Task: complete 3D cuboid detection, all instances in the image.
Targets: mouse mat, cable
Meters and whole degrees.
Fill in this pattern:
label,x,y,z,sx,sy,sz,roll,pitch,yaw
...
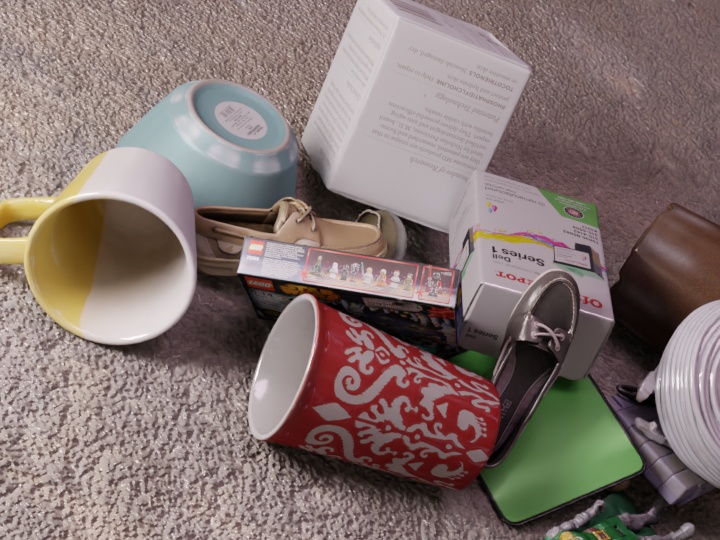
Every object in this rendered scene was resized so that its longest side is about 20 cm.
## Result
label,x,y,z,sx,sy,sz,roll,pitch,yaw
mouse mat,0.168,0.145,1.435,0.160,0.008,0.201,-19,56,-15
cable,0.391,0.124,1.469,0.200,0.069,0.201,39,67,-12

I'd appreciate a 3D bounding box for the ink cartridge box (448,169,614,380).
label,x,y,z,sx,sy,sz,roll,pitch,yaw
ink cartridge box,0.170,0.002,1.484,0.144,0.084,0.201,16,36,-10

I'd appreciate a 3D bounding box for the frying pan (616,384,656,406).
label,x,y,z,sx,sy,sz,roll,pitch,yaw
frying pan,0.339,0.135,1.551,0.190,0.031,0.115,35,23,-20

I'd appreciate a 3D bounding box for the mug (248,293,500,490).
label,x,y,z,sx,sy,sz,roll,pitch,yaw
mug,0.016,0.103,1.329,0.199,0.134,0.178,22,38,-20

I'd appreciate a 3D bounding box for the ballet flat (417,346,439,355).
label,x,y,z,sx,sy,sz,roll,pitch,yaw
ballet flat,0.069,0.049,1.502,0.070,0.068,0.200,22,27,31

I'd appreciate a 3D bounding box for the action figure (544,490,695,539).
label,x,y,z,sx,sy,sz,roll,pitch,yaw
action figure,0.235,0.256,1.371,0.199,0.055,0.118,-5,37,-45

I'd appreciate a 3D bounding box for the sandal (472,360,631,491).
label,x,y,z,sx,sy,sz,roll,pitch,yaw
sandal,0.200,0.144,1.479,0.200,0.054,0.080,38,35,16

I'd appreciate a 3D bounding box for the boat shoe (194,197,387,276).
label,x,y,z,sx,sy,sz,roll,pitch,yaw
boat shoe,-0.069,-0.034,1.425,0.198,0.065,0.071,-3,30,-14

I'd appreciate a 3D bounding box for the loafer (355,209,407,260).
label,x,y,z,sx,sy,sz,roll,pitch,yaw
loafer,0.000,0.000,1.485,0.069,0.075,0.201,26,35,-16

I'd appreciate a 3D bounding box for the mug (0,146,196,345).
label,x,y,z,sx,sy,sz,roll,pitch,yaw
mug,-0.228,-0.046,1.314,0.186,0.150,0.153,30,26,-14

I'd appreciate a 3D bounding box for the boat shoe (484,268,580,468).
label,x,y,z,sx,sy,sz,roll,pitch,yaw
boat shoe,0.156,0.096,1.366,0.067,0.201,0.057,25,8,-15

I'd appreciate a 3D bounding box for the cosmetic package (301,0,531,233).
label,x,y,z,sx,sy,sz,roll,pitch,yaw
cosmetic package,0.055,-0.179,1.603,0.165,0.201,0.168,17,19,-20

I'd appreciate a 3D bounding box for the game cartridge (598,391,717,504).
label,x,y,z,sx,sy,sz,roll,pitch,yaw
game cartridge,0.326,0.178,1.523,0.130,0.038,0.200,54,27,20

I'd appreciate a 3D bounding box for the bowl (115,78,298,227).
label,x,y,z,sx,sy,sz,roll,pitch,yaw
bowl,-0.144,-0.120,1.496,0.200,0.105,0.202,20,37,-16

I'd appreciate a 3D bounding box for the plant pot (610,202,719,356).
label,x,y,z,sx,sy,sz,roll,pitch,yaw
plant pot,0.398,0.038,1.660,0.198,0.201,0.200,33,34,17

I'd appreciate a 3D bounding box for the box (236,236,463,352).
label,x,y,z,sx,sy,sz,roll,pitch,yaw
box,-0.005,0.024,1.344,0.198,0.137,0.040,9,71,9
